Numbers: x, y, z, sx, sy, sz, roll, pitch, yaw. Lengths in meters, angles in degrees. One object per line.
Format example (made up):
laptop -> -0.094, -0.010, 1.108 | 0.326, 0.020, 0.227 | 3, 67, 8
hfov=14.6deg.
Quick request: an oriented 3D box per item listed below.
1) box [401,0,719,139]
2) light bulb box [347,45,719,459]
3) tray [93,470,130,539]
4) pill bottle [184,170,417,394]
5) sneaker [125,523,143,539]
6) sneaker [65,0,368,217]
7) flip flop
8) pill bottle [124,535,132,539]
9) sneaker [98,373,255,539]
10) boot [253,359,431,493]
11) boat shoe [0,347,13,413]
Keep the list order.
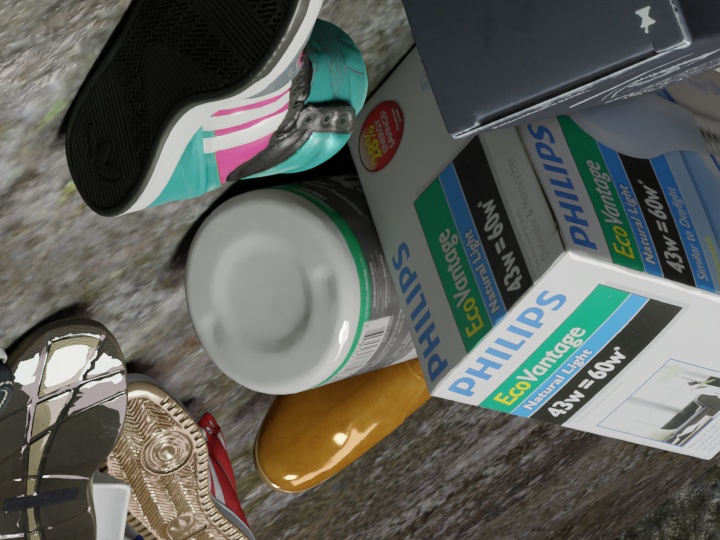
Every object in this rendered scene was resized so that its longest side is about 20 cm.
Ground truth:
box -> 0.136, -0.146, 1.397 | 0.148, 0.104, 0.200 | -20, 177, 36
light bulb box -> 0.124, -0.023, 1.516 | 0.200, 0.198, 0.125 | 14, 132, -35
tray -> -0.198, 0.155, 1.701 | 0.107, 0.022, 0.200 | 1, 156, -8
pill bottle -> 0.000, 0.000, 1.588 | 0.113, 0.113, 0.200 | -46, 163, 28
sneaker -> -0.103, 0.216, 1.985 | 0.081, 0.115, 0.199 | -39, 165, 2
sneaker -> -0.040, -0.096, 1.262 | 0.121, 0.084, 0.200 | -18, 164, -40
flip flop -> -0.176, 0.099, 1.566 | 0.081, 0.058, 0.200 | -6, 136, -15
pill bottle -> -0.214, 0.269, 1.897 | 0.111, 0.111, 0.200 | -21, 158, -46
sneaker -> -0.125, 0.111, 1.739 | 0.071, 0.113, 0.200 | -25, 133, 0
boot -> 0.025, 0.065, 1.857 | 0.201, 0.071, 0.144 | -42, -172, -29
boat shoe -> -0.238, 0.119, 1.497 | 0.076, 0.060, 0.200 | -18, 155, -53
